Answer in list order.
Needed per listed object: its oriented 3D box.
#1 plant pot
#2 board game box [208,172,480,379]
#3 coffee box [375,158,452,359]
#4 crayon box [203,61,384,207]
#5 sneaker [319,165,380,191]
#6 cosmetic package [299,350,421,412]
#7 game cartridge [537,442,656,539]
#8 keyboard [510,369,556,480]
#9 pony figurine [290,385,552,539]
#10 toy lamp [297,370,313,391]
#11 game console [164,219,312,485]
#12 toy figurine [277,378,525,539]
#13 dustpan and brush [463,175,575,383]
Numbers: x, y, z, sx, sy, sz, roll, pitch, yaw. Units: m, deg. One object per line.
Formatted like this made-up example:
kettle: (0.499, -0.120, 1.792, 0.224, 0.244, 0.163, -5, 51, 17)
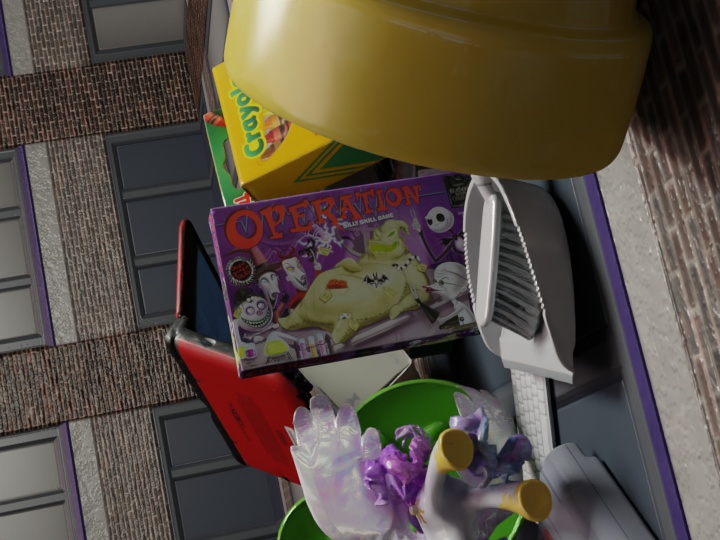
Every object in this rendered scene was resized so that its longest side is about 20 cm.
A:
plant pot: (0.049, -0.166, 0.572, 0.201, 0.199, 0.190, -121, 39, -60)
board game box: (0.000, 0.000, 0.883, 0.032, 0.198, 0.121, 113, 145, -67)
coffee box: (0.044, -0.039, 1.026, 0.123, 0.044, 0.201, -113, 18, -49)
crayon box: (-0.035, -0.128, 0.951, 0.051, 0.199, 0.128, 48, -160, -54)
sneaker: (-0.021, -0.071, 1.025, 0.099, 0.070, 0.201, 115, 140, -61)
cosmetic package: (0.000, 0.090, 1.058, 0.104, 0.073, 0.200, 46, 174, 18)
game cartridge: (0.148, 0.225, 0.764, 0.133, 0.041, 0.201, -126, 28, -57)
keyboard: (0.118, 0.083, 0.852, 0.056, 0.011, 0.202, -149, 50, -75)
pony figurine: (0.053, 0.159, 0.794, 0.200, 0.165, 0.195, 125, 138, -66)
toy lamp: (-0.022, 0.013, 1.145, 0.201, 0.058, 0.058, -61, 20, 7)
game console: (-0.078, 0.076, 1.031, 0.119, 0.171, 0.201, -60, -29, -27)
toy figurine: (0.033, 0.184, 0.989, 0.151, 0.199, 0.184, 55, 177, 9)
dustpan and brush: (0.087, -0.036, 0.771, 0.140, 0.057, 0.202, 180, 92, -78)
